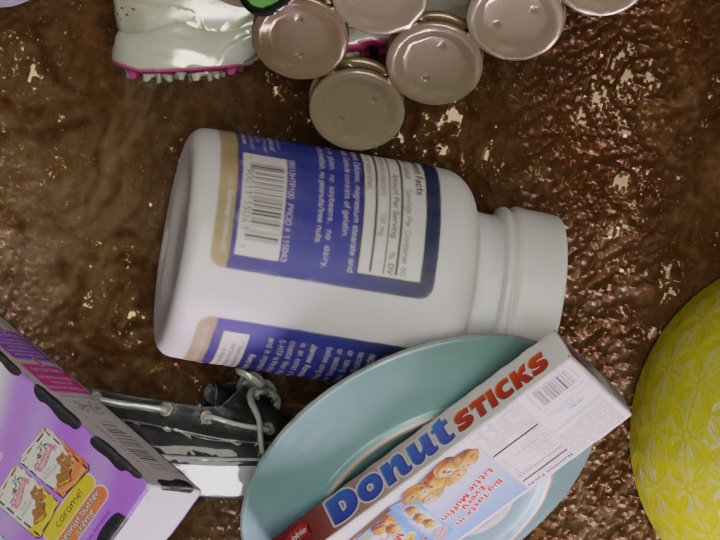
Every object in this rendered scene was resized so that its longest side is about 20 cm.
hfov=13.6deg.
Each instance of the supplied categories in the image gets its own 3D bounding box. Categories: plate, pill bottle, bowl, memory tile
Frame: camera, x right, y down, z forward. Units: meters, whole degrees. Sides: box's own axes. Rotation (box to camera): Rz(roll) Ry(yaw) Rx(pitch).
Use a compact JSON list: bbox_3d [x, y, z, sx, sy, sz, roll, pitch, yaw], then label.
[{"bbox_3d":[0.035,0.113,1.563,0.199,0.026,0.201,-15,137,-15],"label":"plate"},{"bbox_3d":[0.000,0.000,1.562,0.199,0.120,0.120,10,94,-10],"label":"pill bottle"},{"bbox_3d":[0.251,0.093,1.610,0.199,0.108,0.201,-1,95,-7],"label":"bowl"},{"bbox_3d":[0.030,-0.153,1.490,0.199,0.017,0.153,-27,120,23],"label":"memory tile"}]

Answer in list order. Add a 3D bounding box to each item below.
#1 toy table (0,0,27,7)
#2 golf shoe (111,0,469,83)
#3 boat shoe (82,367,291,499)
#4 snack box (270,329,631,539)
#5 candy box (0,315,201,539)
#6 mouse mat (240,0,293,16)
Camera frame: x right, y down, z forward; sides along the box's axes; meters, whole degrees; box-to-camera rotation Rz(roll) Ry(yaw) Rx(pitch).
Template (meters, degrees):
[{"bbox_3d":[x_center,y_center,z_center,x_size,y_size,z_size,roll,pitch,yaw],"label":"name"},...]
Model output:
[{"bbox_3d":[-0.186,-0.213,1.489,0.183,0.117,0.201,-2,113,7],"label":"toy table"},{"bbox_3d":[-0.033,-0.149,1.570,0.199,0.075,0.092,-6,93,-8],"label":"golf shoe"},{"bbox_3d":[-0.067,0.086,1.586,0.198,0.074,0.068,3,84,-12],"label":"boat shoe"},{"bbox_3d":[0.039,0.110,1.524,0.200,0.024,0.072,-37,141,11],"label":"snack box"},{"bbox_3d":[-0.209,0.114,1.521,0.200,0.071,0.168,39,98,19],"label":"candy box"},{"bbox_3d":[-0.011,-0.237,1.450,0.200,0.008,0.161,-36,68,22],"label":"mouse mat"}]
